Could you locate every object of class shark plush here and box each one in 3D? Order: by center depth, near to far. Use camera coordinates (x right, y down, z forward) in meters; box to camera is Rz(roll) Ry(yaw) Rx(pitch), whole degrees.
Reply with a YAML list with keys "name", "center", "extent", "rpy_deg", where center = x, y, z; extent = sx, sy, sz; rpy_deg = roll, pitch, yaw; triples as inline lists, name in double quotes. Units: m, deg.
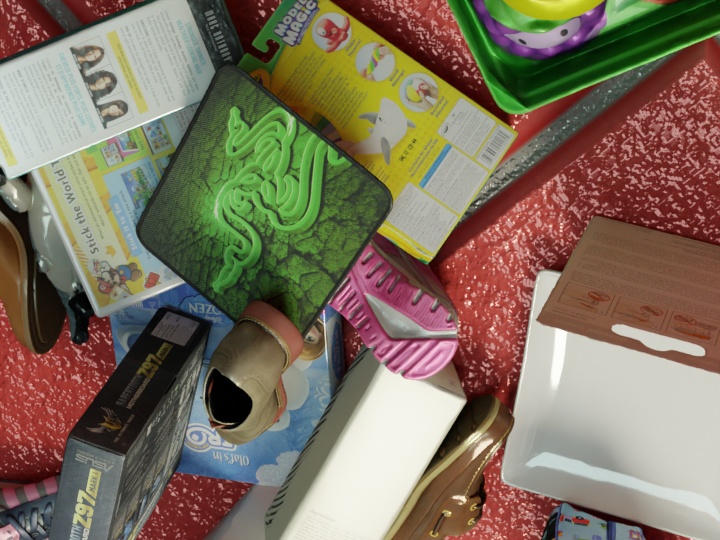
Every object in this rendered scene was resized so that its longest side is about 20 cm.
- name: "shark plush"
  center: [-0.233, -0.034, 1.287]
  extent: [0.090, 0.083, 0.201]
  rpy_deg: [-17, 117, -3]

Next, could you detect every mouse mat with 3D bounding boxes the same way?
- name: "mouse mat"
  center: [-0.077, -0.038, 1.148]
  extent: [0.161, 0.008, 0.200]
  rpy_deg: [39, 130, 5]

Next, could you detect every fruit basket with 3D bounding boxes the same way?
- name: "fruit basket"
  center: [0.143, -0.195, 0.991]
  extent: [0.215, 0.216, 0.156]
  rpy_deg: [-21, 105, 27]

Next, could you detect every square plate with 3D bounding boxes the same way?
- name: "square plate"
  center: [0.219, 0.105, 1.203]
  extent: [0.199, 0.028, 0.199]
  rpy_deg: [15, 119, 14]

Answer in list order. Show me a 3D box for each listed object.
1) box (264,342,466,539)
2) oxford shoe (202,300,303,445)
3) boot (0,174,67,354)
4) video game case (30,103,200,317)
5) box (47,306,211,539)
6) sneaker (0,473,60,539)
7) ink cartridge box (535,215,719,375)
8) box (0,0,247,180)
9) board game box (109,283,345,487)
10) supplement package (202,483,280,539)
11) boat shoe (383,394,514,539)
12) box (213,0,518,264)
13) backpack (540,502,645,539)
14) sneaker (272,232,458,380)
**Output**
- name: "box"
  center: [0.001, 0.153, 1.250]
  extent: [0.082, 0.068, 0.201]
  rpy_deg: [25, 108, -17]
- name: "oxford shoe"
  center: [-0.100, 0.095, 1.207]
  extent: [0.070, 0.075, 0.200]
  rpy_deg: [34, 150, 10]
- name: "boot"
  center: [-0.338, -0.023, 1.323]
  extent: [0.154, 0.077, 0.201]
  rpy_deg: [-4, 110, 20]
- name: "video game case"
  center: [-0.162, -0.087, 1.215]
  extent: [0.181, 0.023, 0.201]
  rpy_deg: [-22, 107, -2]
- name: "box"
  center: [-0.184, 0.145, 1.223]
  extent: [0.051, 0.200, 0.158]
  rpy_deg: [19, 121, 6]
- name: "sneaker"
  center: [-0.296, 0.230, 1.424]
  extent: [0.199, 0.082, 0.071]
  rpy_deg: [-14, 108, 25]
- name: "ink cartridge box"
  center: [0.214, 0.033, 1.071]
  extent: [0.160, 0.200, 0.050]
  rpy_deg: [15, 119, 14]
- name: "box"
  center: [-0.187, -0.146, 1.157]
  extent: [0.199, 0.049, 0.083]
  rpy_deg: [-22, 107, -2]
- name: "board game box"
  center: [-0.110, 0.084, 1.308]
  extent: [0.199, 0.043, 0.200]
  rpy_deg: [5, 117, 19]
- name: "supplement package"
  center: [-0.106, 0.317, 1.353]
  extent: [0.151, 0.152, 0.200]
  rpy_deg: [41, 121, -2]
- name: "boat shoe"
  center: [0.074, 0.178, 1.271]
  extent: [0.067, 0.072, 0.200]
  rpy_deg: [33, 126, -3]
- name: "box"
  center: [0.001, -0.108, 1.141]
  extent: [0.200, 0.048, 0.118]
  rpy_deg: [36, 83, 0]
- name: "backpack"
  center: [0.202, 0.286, 1.215]
  extent: [0.134, 0.183, 0.201]
  rpy_deg: [-5, 103, 13]
- name: "sneaker"
  center: [0.000, 0.000, 1.202]
  extent: [0.081, 0.088, 0.200]
  rpy_deg: [-43, 83, 12]
